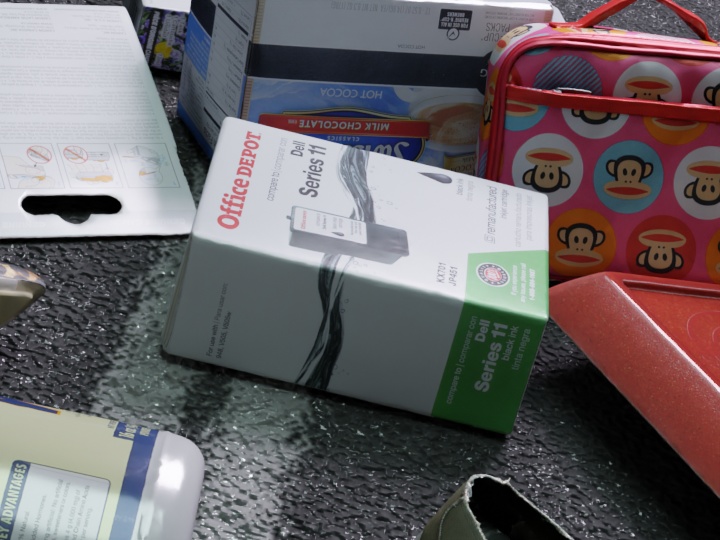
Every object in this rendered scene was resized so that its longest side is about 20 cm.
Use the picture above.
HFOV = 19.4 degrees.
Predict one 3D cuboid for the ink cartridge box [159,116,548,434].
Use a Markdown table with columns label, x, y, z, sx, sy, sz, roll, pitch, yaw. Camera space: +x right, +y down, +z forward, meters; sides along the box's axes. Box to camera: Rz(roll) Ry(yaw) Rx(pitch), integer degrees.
| label | x | y | z | sx | sy | sz | roll | pitch | yaw |
| --- | --- | --- | --- | --- | --- | --- | --- | --- | --- |
| ink cartridge box | 0.000 | 0.000 | 1.185 | 0.200 | 0.083 | 0.147 | 13 | 31 | -3 |

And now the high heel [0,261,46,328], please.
| label | x | y | z | sx | sy | sz | roll | pitch | yaw |
| --- | --- | --- | --- | --- | --- | --- | --- | --- | --- |
| high heel | -0.276 | -0.008 | 1.095 | 0.200 | 0.071 | 0.143 | -10 | 40 | -26 |

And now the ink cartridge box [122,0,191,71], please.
| label | x | y | z | sx | sy | sz | roll | pitch | yaw |
| --- | --- | --- | --- | --- | --- | --- | --- | --- | --- |
| ink cartridge box | -0.062 | -0.172 | 1.471 | 0.200 | 0.050 | 0.109 | 8 | 31 | -15 |

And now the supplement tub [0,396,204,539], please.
| label | x | y | z | sx | sy | sz | roll | pitch | yaw |
| --- | --- | --- | --- | --- | --- | --- | --- | --- | --- |
| supplement tub | -0.173 | 0.119 | 0.860 | 0.200 | 0.145 | 0.145 | 13 | 31 | -4 |

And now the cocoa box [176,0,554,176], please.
| label | x | y | z | sx | sy | sz | roll | pitch | yaw |
| --- | --- | --- | --- | --- | --- | --- | --- | --- | --- |
| cocoa box | -0.001 | -0.131 | 1.340 | 0.200 | 0.131 | 0.133 | 1 | 24 | -22 |

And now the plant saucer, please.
| label | x | y | z | sx | sy | sz | roll | pitch | yaw |
| --- | --- | --- | --- | --- | --- | --- | --- | --- | --- |
| plant saucer | 0.227 | 0.063 | 1.186 | 0.199 | 0.037 | 0.200 | 6 | 31 | -37 |

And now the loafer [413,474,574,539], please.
| label | x | y | z | sx | sy | sz | roll | pitch | yaw |
| --- | --- | --- | --- | --- | --- | --- | --- | --- | --- |
| loafer | 0.098 | 0.166 | 0.972 | 0.075 | 0.070 | 0.200 | -18 | 44 | -42 |

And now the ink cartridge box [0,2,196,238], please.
| label | x | y | z | sx | sy | sz | roll | pitch | yaw |
| --- | --- | --- | --- | --- | --- | --- | --- | --- | --- |
| ink cartridge box | -0.198 | -0.083 | 1.297 | 0.162 | 0.050 | 0.200 | -2 | 52 | -26 |

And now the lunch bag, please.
| label | x | y | z | sx | sy | sz | roll | pitch | yaw |
| --- | --- | --- | --- | --- | --- | --- | --- | --- | --- |
| lunch bag | 0.171 | -0.080 | 1.283 | 0.200 | 0.176 | 0.082 | 4 | 12 | -6 |

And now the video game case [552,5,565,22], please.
| label | x | y | z | sx | sy | sz | roll | pitch | yaw |
| --- | --- | --- | --- | --- | --- | --- | --- | --- | --- |
| video game case | 0.067 | -0.196 | 1.522 | 0.200 | 0.024 | 0.182 | 24 | 20 | -14 |
